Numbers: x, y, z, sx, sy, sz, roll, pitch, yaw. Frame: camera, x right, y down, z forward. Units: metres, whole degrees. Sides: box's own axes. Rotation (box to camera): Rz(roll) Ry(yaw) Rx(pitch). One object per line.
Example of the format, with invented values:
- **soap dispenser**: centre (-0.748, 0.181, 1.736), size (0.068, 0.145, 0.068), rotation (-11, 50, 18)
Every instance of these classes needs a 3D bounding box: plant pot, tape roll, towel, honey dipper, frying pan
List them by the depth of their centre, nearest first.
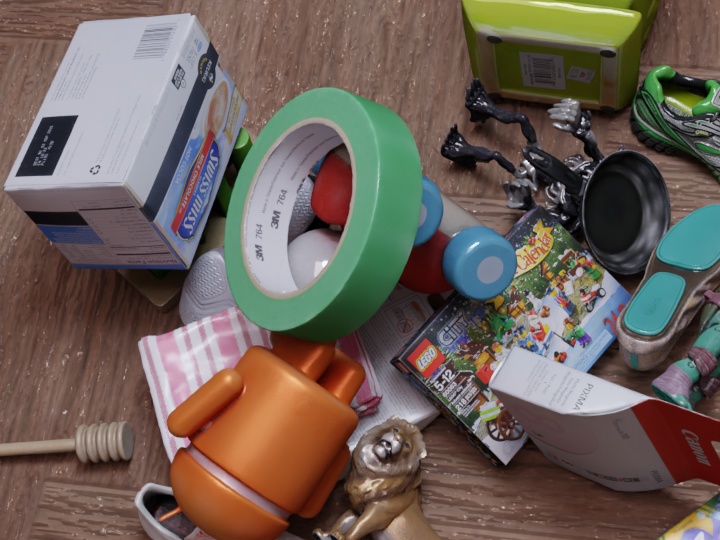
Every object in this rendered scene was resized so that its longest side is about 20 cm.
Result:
- **tape roll**: centre (-0.034, -0.045, 1.067), size (0.200, 0.048, 0.201), rotation (-20, 63, 46)
- **towel**: centre (-0.094, 0.092, 1.202), size (0.199, 0.030, 0.147), rotation (-19, 62, -5)
- **frying pan**: centre (0.213, -0.053, 1.213), size (0.189, 0.031, 0.115), rotation (-1, 92, -34)
- **honey dipper**: centre (-0.315, 0.170, 1.257), size (0.199, 0.038, 0.038), rotation (-7, 63, 9)
- **plant pot**: centre (0.198, -0.274, 1.310), size (0.198, 0.200, 0.182), rotation (9, 73, 12)

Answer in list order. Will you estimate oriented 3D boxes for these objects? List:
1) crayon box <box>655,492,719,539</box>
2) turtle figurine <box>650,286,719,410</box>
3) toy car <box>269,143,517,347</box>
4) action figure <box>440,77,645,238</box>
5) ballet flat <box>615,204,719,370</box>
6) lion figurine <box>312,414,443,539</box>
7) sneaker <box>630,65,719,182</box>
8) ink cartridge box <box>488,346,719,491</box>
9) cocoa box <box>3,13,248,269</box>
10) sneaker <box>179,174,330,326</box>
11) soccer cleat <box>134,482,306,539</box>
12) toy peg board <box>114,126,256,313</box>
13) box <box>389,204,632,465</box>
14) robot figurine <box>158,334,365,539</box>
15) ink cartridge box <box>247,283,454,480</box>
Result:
- **crayon box**: centre (0.325, 0.293, 1.092), size (0.126, 0.052, 0.200), rotation (-34, 65, -8)
- **turtle figurine**: centre (0.341, 0.056, 1.163), size (0.200, 0.150, 0.101), rotation (-44, 45, -4)
- **toy car**: centre (0.000, 0.000, 1.167), size (0.200, 0.177, 0.184), rotation (-53, 31, 6)
- **action figure**: centre (0.176, -0.103, 1.278), size (0.200, 0.102, 0.119), rotation (29, 86, 20)
- **ballet flat**: centre (0.289, 0.017, 1.216), size (0.068, 0.067, 0.200), rotation (24, 52, 31)
- **lion figurine**: centre (0.042, 0.235, 1.149), size (0.122, 0.072, 0.200), rotation (-33, 93, -27)
- **sneaker**: centre (0.353, -0.132, 1.276), size (0.199, 0.085, 0.078), rotation (25, 70, 18)
- **ink cartridge box**: centre (0.220, 0.143, 1.089), size (0.200, 0.163, 0.057), rotation (25, 74, 38)
- **cocoa box**: centre (-0.208, -0.116, 1.217), size (0.133, 0.131, 0.201), rotation (0, 56, 25)
- **sneaker**: centre (-0.093, -0.019, 1.294), size (0.075, 0.114, 0.200), rotation (42, 111, 7)
- **soccer cleat**: centre (-0.111, 0.241, 1.162), size (0.199, 0.085, 0.069), rotation (22, 69, 18)
- **toy peg board**: centre (-0.203, -0.102, 1.336), size (0.199, 0.098, 0.200), rotation (40, 75, 23)
- **box**: centre (0.143, 0.058, 1.208), size (0.137, 0.038, 0.200), rotation (44, 75, -4)
- **robot figurine**: centre (-0.082, 0.142, 1.102), size (0.116, 0.144, 0.200), rotation (32, 84, 20)
- **ink cartridge box**: centre (0.015, 0.086, 1.249), size (0.199, 0.050, 0.161), rotation (-24, 63, -17)
